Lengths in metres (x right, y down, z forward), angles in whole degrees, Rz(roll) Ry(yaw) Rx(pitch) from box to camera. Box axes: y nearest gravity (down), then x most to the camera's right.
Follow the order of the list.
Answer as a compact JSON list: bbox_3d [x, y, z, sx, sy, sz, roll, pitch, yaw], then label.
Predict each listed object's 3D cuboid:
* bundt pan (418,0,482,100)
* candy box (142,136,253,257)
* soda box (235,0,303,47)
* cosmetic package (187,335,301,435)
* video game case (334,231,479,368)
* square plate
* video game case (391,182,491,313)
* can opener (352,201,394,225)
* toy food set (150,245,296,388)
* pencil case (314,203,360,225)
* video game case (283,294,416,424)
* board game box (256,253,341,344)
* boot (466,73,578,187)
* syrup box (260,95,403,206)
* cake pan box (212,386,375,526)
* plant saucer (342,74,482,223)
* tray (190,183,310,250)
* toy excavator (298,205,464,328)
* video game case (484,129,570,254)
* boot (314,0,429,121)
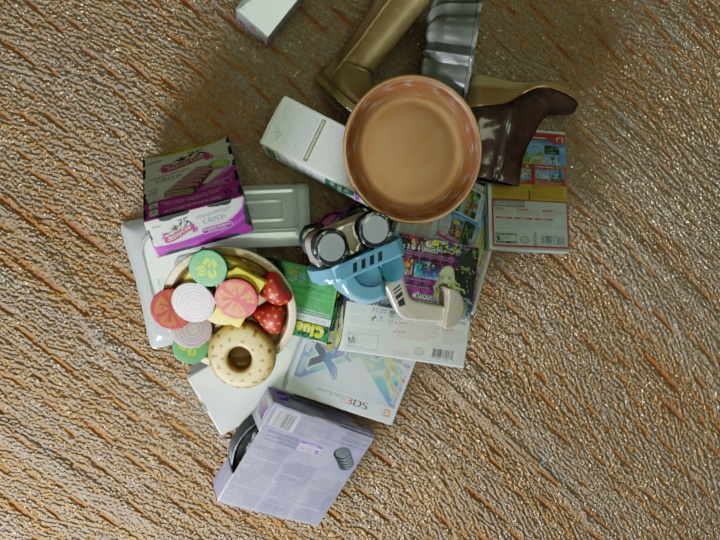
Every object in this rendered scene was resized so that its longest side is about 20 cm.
[{"bbox_3d":[0.127,-0.321,1.045,0.075,0.202,0.205,8,94,4],"label":"bundt pan"},{"bbox_3d":[-0.234,-0.111,0.995,0.135,0.201,0.062,-16,126,-8],"label":"candy box"},{"bbox_3d":[-0.102,-0.439,1.055,0.063,0.068,0.201,38,88,-10],"label":"soda box"},{"bbox_3d":[-0.153,0.151,1.088,0.198,0.085,0.109,-28,100,-5],"label":"cosmetic package"},{"bbox_3d":[0.070,0.040,1.035,0.197,0.036,0.184,9,86,-15],"label":"video game case"},{"bbox_3d":[-0.251,0.003,1.089,0.196,0.028,0.203,-14,96,-8],"label":"square plate"},{"bbox_3d":[0.132,-0.055,1.109,0.180,0.024,0.202,22,79,-24],"label":"video game case"},{"bbox_3d":[-0.001,-0.138,1.099,0.078,0.063,0.201,-37,100,-4],"label":"can opener"},{"bbox_3d":[-0.188,0.060,0.984,0.196,0.049,0.201,28,113,-11],"label":"toy food set"},{"bbox_3d":[0.000,0.000,1.100,0.093,0.091,0.202,-28,101,-2],"label":"pencil case"},{"bbox_3d":[0.001,0.113,1.061,0.180,0.022,0.202,20,93,-14],"label":"video game case"},{"bbox_3d":[-0.124,0.035,1.039,0.198,0.023,0.106,13,90,21],"label":"board game box"},{"bbox_3d":[0.250,-0.213,1.113,0.197,0.072,0.169,5,84,-13],"label":"boot"},{"bbox_3d":[-0.039,-0.168,1.032,0.198,0.079,0.082,28,88,0],"label":"syrup box"},{"bbox_3d":[-0.104,0.290,1.080,0.198,0.052,0.186,24,101,-29],"label":"cake pan box"},{"bbox_3d":[0.070,-0.166,0.978,0.197,0.037,0.203,0,93,-11],"label":"plant saucer"},{"bbox_3d":[-0.175,-0.086,1.067,0.197,0.022,0.109,-3,67,-5],"label":"tray"},{"bbox_3d":[0.031,0.010,0.968,0.192,0.100,0.202,-22,105,-14],"label":"toy excavator"},{"bbox_3d":[0.269,-0.130,1.140,0.141,0.017,0.203,2,82,-12],"label":"video game case"},{"bbox_3d":[0.031,-0.324,1.029,0.200,0.175,0.066,-50,142,11],"label":"boot"}]
